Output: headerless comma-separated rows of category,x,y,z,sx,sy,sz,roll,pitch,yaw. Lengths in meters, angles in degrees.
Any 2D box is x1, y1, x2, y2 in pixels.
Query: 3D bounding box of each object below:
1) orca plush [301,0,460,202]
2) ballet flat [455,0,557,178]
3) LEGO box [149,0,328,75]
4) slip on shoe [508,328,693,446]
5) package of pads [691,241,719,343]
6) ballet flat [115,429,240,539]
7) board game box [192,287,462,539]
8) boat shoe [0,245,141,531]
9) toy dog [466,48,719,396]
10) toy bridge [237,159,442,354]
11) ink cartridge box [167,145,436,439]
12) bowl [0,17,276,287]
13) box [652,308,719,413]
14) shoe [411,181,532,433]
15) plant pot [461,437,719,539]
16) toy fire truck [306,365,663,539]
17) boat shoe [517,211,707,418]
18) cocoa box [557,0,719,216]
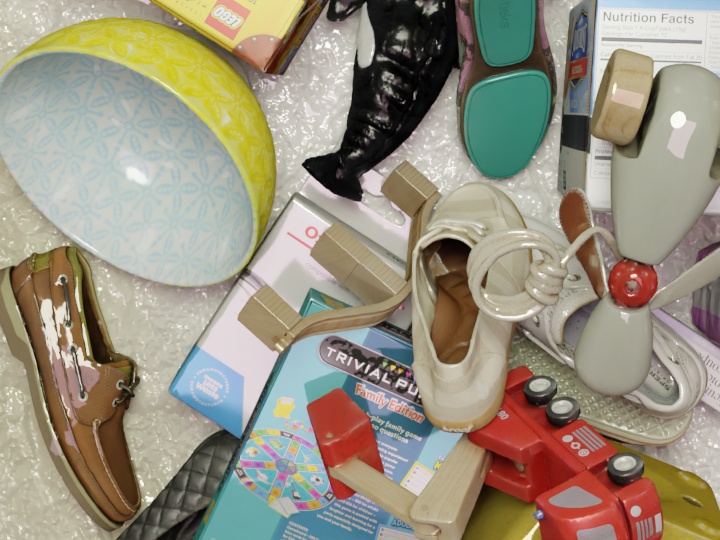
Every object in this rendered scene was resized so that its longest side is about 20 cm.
orca plush,0.024,-0.146,1.019,0.105,0.071,0.200,38,79,-16
ballet flat,0.091,-0.148,1.015,0.069,0.200,0.071,-10,53,1
LEGO box,-0.120,-0.211,0.997,0.200,0.149,0.077,32,96,-2
slip on shoe,0.131,0.073,1.069,0.200,0.061,0.074,20,76,11
package of pads,0.329,0.026,1.030,0.200,0.121,0.076,8,96,1
ballet flat,-0.132,0.198,1.080,0.066,0.057,0.200,27,102,-43
board game box,-0.007,0.134,1.020,0.151,0.047,0.200,25,97,-6
boat shoe,-0.188,0.081,1.069,0.068,0.072,0.200,-22,96,4
toy dog,0.158,-0.039,0.855,0.132,0.096,0.200,34,115,-3
toy bridge,0.000,0.000,0.988,0.067,0.200,0.027,41,133,4
ink cartridge box,-0.030,0.026,1.062,0.116,0.068,0.200,33,95,-4
bowl,-0.130,-0.096,1.019,0.200,0.200,0.108,35,53,-3
box,0.193,0.039,1.074,0.200,0.041,0.039,33,96,-2
shoe,0.067,0.008,0.954,0.070,0.200,0.053,-9,133,16
plant pot,0.143,0.218,1.005,0.194,0.196,0.200,23,104,-2
toy fire truck,0.068,0.120,0.911,0.141,0.200,0.049,-24,125,-16
boat shoe,0.139,0.023,1.007,0.200,0.069,0.071,36,99,15
cocoa box,0.199,-0.106,0.976,0.133,0.200,0.131,2,96,3
